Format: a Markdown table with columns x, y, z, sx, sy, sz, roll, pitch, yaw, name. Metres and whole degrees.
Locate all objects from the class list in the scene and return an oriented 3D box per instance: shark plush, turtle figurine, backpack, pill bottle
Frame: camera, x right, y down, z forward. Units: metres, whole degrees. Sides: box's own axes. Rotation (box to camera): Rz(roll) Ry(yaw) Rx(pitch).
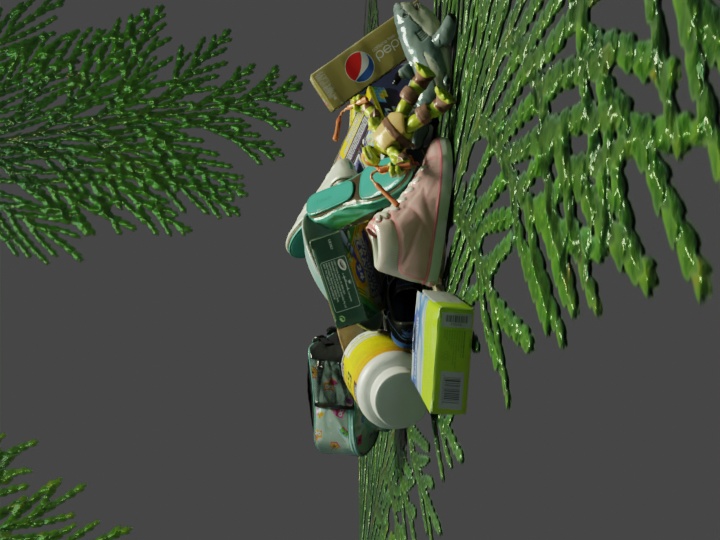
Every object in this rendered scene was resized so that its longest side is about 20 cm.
| x | y | z | sx | sy | sz | roll | pitch | yaw | name |
| --- | --- | --- | --- | --- | --- | --- | --- | --- | --- |
| 0.082 | -0.268 | 1.625 | 0.091 | 0.082 | 0.203 | -118 | 31 | -82 | shark plush |
| 0.055 | -0.185 | 1.564 | 0.161 | 0.064 | 0.201 | -45 | 46 | 19 | turtle figurine |
| -0.010 | 0.210 | 1.965 | 0.176 | 0.151 | 0.203 | -32 | -51 | -72 | backpack |
| 0.039 | 0.156 | 1.660 | 0.200 | 0.108 | 0.111 | -136 | 49 | -76 | pill bottle |

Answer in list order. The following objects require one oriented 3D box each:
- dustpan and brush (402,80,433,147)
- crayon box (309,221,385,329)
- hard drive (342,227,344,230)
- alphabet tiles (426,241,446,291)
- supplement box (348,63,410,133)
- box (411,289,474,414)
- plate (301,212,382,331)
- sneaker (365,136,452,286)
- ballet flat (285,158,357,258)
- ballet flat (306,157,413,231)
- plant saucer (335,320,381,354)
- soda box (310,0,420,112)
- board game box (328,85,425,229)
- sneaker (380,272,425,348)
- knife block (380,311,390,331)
| x | y | z | sx | sy | sz | roll | pitch | yaw | name |
| --- | --- | --- | --- | --- | --- | --- | --- | --- | --- |
| 0.077 | -0.206 | 1.784 | 0.140 | 0.056 | 0.203 | -139 | 48 | -79 | dustpan and brush |
| 0.000 | 0.000 | 1.667 | 0.200 | 0.051 | 0.127 | -24 | -84 | -72 | crayon box |
| 0.025 | -0.003 | 1.998 | 0.042 | 0.134 | 0.203 | -25 | 50 | 39 | hard drive |
| 0.098 | 0.031 | 1.653 | 0.201 | 0.014 | 0.198 | -94 | 8 | -63 | alphabet tiles |
| 0.039 | -0.299 | 2.070 | 0.200 | 0.107 | 0.111 | -170 | 83 | -86 | supplement box |
| 0.096 | 0.093 | 1.403 | 0.200 | 0.047 | 0.124 | -126 | 40 | -84 | box |
| -0.033 | 0.006 | 1.730 | 0.201 | 0.025 | 0.201 | 49 | -158 | -27 | plate |
| 0.064 | -0.086 | 1.558 | 0.075 | 0.103 | 0.203 | 124 | 154 | -81 | sneaker |
| -0.055 | -0.098 | 1.815 | 0.200 | 0.069 | 0.070 | -51 | 29 | 42 | ballet flat |
| 0.012 | -0.107 | 1.675 | 0.198 | 0.070 | 0.068 | -20 | 53 | 37 | ballet flat |
| 0.029 | 0.126 | 1.845 | 0.201 | 0.035 | 0.201 | 51 | -157 | -31 | plant saucer |
| 0.020 | -0.323 | 1.780 | 0.064 | 0.199 | 0.068 | 55 | 179 | -5 | soda box |
| 0.023 | -0.148 | 1.780 | 0.201 | 0.056 | 0.167 | 118 | 145 | -44 | board game box |
| 0.061 | 0.003 | 1.625 | 0.078 | 0.069 | 0.203 | 91 | 172 | -69 | sneaker |
| 0.057 | 0.030 | 1.870 | 0.200 | 0.063 | 0.178 | -154 | 69 | -84 | knife block |
